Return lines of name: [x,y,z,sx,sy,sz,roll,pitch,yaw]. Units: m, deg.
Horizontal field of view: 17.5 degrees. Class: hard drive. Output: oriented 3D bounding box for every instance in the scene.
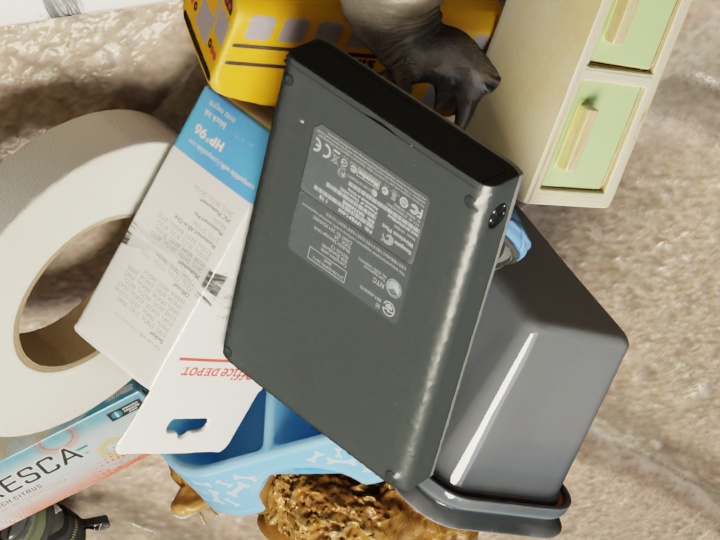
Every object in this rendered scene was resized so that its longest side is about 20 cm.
hard drive: [0.000,0.000,1.206,0.033,0.140,0.200,-27,142,-43]

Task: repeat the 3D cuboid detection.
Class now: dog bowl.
dog bowl: [-0.039,0.076,1.383,0.200,0.112,0.050,-17,147,32]

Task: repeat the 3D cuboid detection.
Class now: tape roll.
tape roll: [-0.162,0.003,1.307,0.203,0.037,0.203,-36,149,-26]

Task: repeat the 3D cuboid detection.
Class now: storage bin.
storage bin: [0.077,0.048,1.423,0.146,0.200,0.134,11,119,-36]

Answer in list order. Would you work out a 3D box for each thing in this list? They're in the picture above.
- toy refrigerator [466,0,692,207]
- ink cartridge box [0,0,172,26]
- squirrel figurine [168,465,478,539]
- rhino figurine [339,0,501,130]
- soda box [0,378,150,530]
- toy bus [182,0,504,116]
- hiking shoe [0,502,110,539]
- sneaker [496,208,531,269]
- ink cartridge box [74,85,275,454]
toy refrigerator: [0.127,-0.136,1.250,0.076,0.070,0.200,2,115,-46]
ink cartridge box: [-0.164,-0.190,1.073,0.200,0.084,0.146,-8,142,-1]
squirrel figurine: [-0.025,0.131,1.487,0.187,0.200,0.142,22,83,-23]
rhino figurine: [0.029,-0.159,1.191,0.087,0.060,0.200,-17,114,-13]
soda box: [-0.217,0.110,1.455,0.200,0.064,0.068,-27,142,6]
toy bus: [0.006,-0.130,1.271,0.200,0.065,0.078,1,135,-27]
hiking shoe: [-0.254,0.225,1.567,0.101,0.076,0.200,23,123,-39]
sneaker: [0.033,-0.014,1.266,0.083,0.071,0.200,-32,178,-17]
ink cartridge box: [-0.081,0.003,1.311,0.116,0.068,0.200,7,116,-59]
